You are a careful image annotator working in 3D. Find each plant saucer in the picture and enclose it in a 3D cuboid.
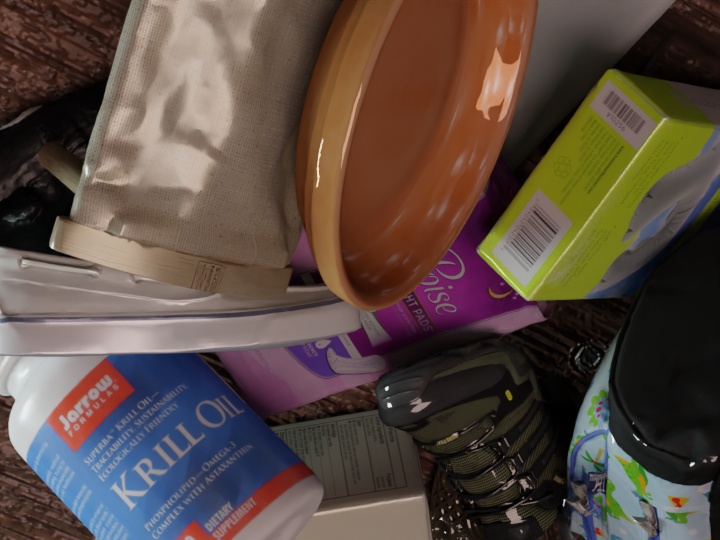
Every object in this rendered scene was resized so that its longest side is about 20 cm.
[{"bbox_3d":[0.025,-0.081,0.840,0.037,0.200,0.202,21,122,21],"label":"plant saucer"}]

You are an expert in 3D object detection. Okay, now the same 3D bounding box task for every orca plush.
[{"bbox_3d":[-0.165,-0.040,0.987,0.198,0.071,0.106,-20,121,5],"label":"orca plush"}]

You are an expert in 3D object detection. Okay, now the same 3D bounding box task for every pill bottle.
[{"bbox_3d":[-0.125,0.091,1.004,0.200,0.112,0.113,43,112,11],"label":"pill bottle"}]

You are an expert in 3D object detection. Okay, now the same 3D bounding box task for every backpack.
[{"bbox_3d":[0.182,0.094,0.991,0.152,0.164,0.201,8,142,31],"label":"backpack"}]

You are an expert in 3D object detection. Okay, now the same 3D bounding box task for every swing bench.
[{"bbox_3d":[-0.064,-0.107,0.858,0.129,0.200,0.201,17,100,-16],"label":"swing bench"}]

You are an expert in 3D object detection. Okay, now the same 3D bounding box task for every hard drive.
[{"bbox_3d":[0.078,-0.138,0.986,0.131,0.027,0.200,34,111,-23],"label":"hard drive"}]

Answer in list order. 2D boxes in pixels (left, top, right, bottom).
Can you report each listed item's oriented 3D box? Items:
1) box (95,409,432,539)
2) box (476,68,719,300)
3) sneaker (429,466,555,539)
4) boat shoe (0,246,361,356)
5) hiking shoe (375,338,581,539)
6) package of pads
[{"bbox_3d":[-0.058,0.153,1.103,0.198,0.095,0.078,-8,122,-1],"label":"box"},{"bbox_3d":[0.157,-0.042,0.973,0.199,0.048,0.122,-1,131,-55],"label":"box"},{"bbox_3d":[0.094,0.184,1.165,0.075,0.070,0.202,-19,115,-41],"label":"sneaker"},{"bbox_3d":[-0.097,0.010,0.938,0.198,0.074,0.066,-1,88,-15],"label":"boat shoe"},{"bbox_3d":[0.080,0.102,1.017,0.075,0.102,0.199,-23,157,28],"label":"hiking shoe"},{"bbox_3d":[0.000,0.000,1.013,0.198,0.076,0.121,-20,126,18],"label":"package of pads"}]
